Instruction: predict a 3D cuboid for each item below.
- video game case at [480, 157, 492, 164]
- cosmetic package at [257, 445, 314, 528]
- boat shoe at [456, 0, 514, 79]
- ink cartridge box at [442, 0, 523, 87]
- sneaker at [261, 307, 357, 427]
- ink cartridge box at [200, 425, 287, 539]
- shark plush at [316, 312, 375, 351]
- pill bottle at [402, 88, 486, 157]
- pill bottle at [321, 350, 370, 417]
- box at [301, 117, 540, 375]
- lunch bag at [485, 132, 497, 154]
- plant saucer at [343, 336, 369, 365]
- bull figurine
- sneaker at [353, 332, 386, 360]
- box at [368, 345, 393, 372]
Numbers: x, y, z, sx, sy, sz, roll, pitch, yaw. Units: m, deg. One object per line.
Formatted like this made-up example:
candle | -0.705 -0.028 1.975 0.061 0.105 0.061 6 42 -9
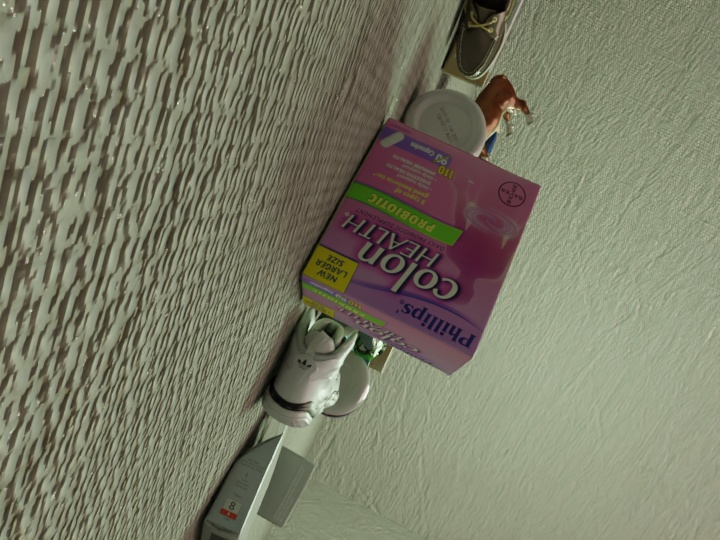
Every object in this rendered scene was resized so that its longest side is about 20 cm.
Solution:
video game case | 0.118 -0.122 0.913 0.181 0.025 0.201 47 -60 49
cosmetic package | -0.135 0.357 0.903 0.107 0.090 0.200 -60 177 -18
boat shoe | 0.175 -0.363 0.733 0.060 0.072 0.201 -47 158 -55
ink cartridge box | 0.214 -0.409 0.873 0.165 0.075 0.201 -57 172 -64
sneaker | -0.047 0.109 0.655 0.115 0.075 0.200 -63 172 7
ink cartridge box | -0.143 0.268 0.685 0.200 0.050 0.163 -72 -178 -49
shark plush | -0.004 0.026 0.688 0.200 0.083 0.091 112 -10 -49
pill bottle | 0.105 -0.158 0.758 0.200 0.108 0.109 89 27 -78
pill bottle | -0.043 0.206 0.962 0.200 0.112 0.113 99 17 -73
box | 0.061 -0.026 0.557 0.201 0.175 0.097 -62 175 -20
lunch bag | 0.179 -0.218 1.082 0.132 0.135 0.201 97 19 -74
plant saucer | -0.010 0.116 0.996 0.070 0.019 0.200 -62 151 -33
bull figurine | 0.217 -0.253 0.969 0.200 0.121 0.065 -49 -156 7
sneaker | 0.021 0.104 0.944 0.200 0.078 0.086 -8 117 -75
box | 0.049 0.106 1.151 0.078 0.095 0.201 0 113 -84
